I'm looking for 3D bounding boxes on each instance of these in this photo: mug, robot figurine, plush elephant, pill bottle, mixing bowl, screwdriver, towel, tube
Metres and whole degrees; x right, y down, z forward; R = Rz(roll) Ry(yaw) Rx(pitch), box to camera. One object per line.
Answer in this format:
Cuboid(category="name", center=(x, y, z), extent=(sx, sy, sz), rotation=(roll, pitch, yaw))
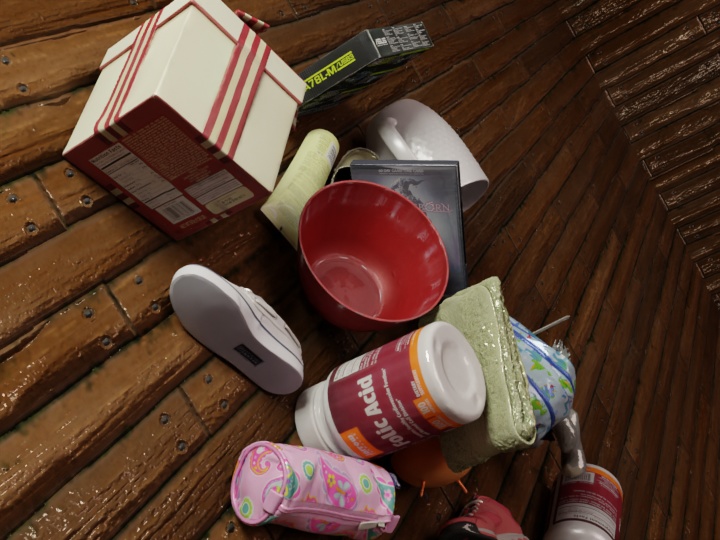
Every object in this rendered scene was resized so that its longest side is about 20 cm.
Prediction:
Cuboid(category="mug", center=(0.081, -0.168, 1.406), extent=(0.176, 0.147, 0.200), rotation=(59, 13, 14))
Cuboid(category="robot figurine", center=(0.081, 0.185, 1.182), extent=(0.144, 0.115, 0.202), rotation=(65, 11, -66))
Cuboid(category="plush elephant", center=(0.235, 0.210, 1.386), extent=(0.165, 0.153, 0.202), rotation=(-140, -134, -62))
Cuboid(category="pill bottle", center=(0.030, 0.144, 1.045), extent=(0.114, 0.199, 0.115), rotation=(36, 39, -37))
Cuboid(category="pill bottle", center=(0.335, 0.398, 1.420), extent=(0.113, 0.112, 0.200), rotation=(55, 32, -15))
Cuboid(category="mixing bowl", center=(0.000, 0.000, 1.168), extent=(0.198, 0.109, 0.202), rotation=(12, 54, -18))
Cuboid(category="screwdriver", center=(0.217, 0.112, 1.370), extent=(0.028, 0.199, 0.029), rotation=(66, 13, 16))
Cuboid(category="towel", center=(0.128, 0.121, 1.081), extent=(0.036, 0.148, 0.202), rotation=(6, 63, -36))
Cuboid(category="tube", center=(-0.078, -0.113, 1.233), extent=(0.057, 0.052, 0.201), rotation=(16, 43, 3))

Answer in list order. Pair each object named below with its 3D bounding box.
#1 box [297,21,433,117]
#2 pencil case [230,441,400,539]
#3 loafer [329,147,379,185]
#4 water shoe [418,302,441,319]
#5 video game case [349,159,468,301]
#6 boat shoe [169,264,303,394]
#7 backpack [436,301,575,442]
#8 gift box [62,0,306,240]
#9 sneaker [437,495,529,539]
Cuboid(category="box", center=(-0.017, -0.276, 1.302), extent=(0.048, 0.192, 0.200), rotation=(60, 31, -2))
Cuboid(category="pencil case", center=(-0.042, 0.234, 0.978), extent=(0.199, 0.087, 0.088), rotation=(27, 46, -46))
Cuboid(category="loafer", center=(-0.006, -0.118, 1.302), extent=(0.075, 0.069, 0.201), rotation=(28, 38, -4))
Cuboid(category="water shoe", center=(0.140, 0.097, 1.403), extent=(0.079, 0.071, 0.200), rotation=(-48, 136, -14))
Cuboid(category="video game case", center=(0.066, -0.050, 1.228), extent=(0.019, 0.141, 0.202), rotation=(-61, 148, -54))
Cuboid(category="boat shoe", center=(-0.130, 0.054, 1.005), extent=(0.200, 0.073, 0.066), rotation=(54, 25, -36))
Cuboid(category="backpack", center=(0.191, 0.140, 1.257), extent=(0.200, 0.153, 0.164), rotation=(52, -20, 47))
Cuboid(category="gift box", center=(-0.174, -0.159, 0.990), extent=(0.200, 0.183, 0.188), rotation=(43, 44, -38))
Cuboid(category="sneaker", center=(0.151, 0.339, 1.238), extent=(0.200, 0.074, 0.087), rotation=(29, 31, -50))
